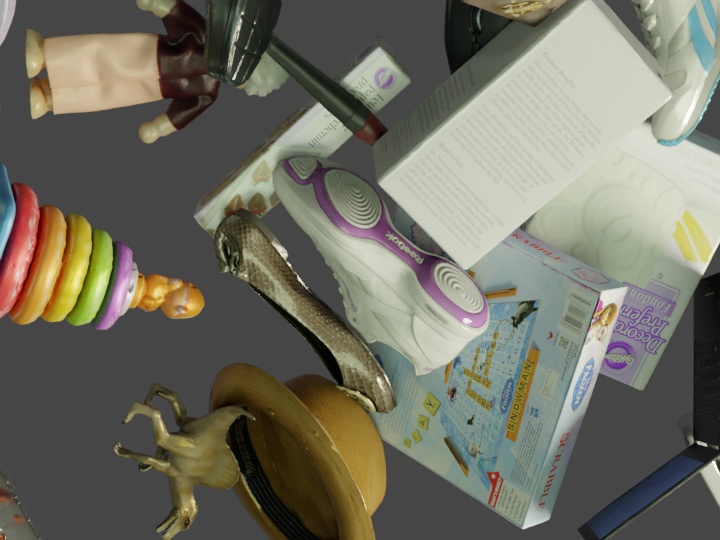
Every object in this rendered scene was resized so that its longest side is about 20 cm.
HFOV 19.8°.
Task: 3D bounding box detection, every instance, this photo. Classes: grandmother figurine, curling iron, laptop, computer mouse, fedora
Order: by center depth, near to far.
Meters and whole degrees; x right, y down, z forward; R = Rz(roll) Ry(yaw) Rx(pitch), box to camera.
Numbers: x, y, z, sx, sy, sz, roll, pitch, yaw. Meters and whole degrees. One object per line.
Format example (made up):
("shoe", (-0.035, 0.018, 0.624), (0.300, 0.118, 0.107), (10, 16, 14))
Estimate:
("computer mouse", (0.069, -0.179, 1.537), (0.139, 0.046, 0.202), (15, 131, 30))
("curling iron", (0.008, -0.118, 1.552), (0.199, 0.026, 0.050), (32, 85, -6))
("grandmother figurine", (-0.151, -0.157, 1.561), (0.198, 0.061, 0.122), (-2, 130, -4))
("laptop", (0.220, 0.104, 1.569), (0.102, 0.177, 0.202), (0, 88, 2))
("fedora", (-0.036, 0.149, 1.640), (0.082, 0.200, 0.202), (-33, 113, -31))

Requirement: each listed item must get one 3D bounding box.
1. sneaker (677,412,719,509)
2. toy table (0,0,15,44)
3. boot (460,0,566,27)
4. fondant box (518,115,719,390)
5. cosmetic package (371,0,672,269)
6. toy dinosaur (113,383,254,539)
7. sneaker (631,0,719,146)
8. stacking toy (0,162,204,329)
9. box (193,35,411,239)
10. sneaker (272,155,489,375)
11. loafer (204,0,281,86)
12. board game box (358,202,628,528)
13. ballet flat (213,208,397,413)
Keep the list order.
("sneaker", (0.350, 0.185, 1.685), (0.111, 0.073, 0.201), (-27, 107, 10))
("toy table", (-0.328, -0.188, 1.498), (0.198, 0.117, 0.186), (-9, 103, 13))
("boot", (0.069, -0.264, 1.453), (0.185, 0.064, 0.202), (-9, 80, 29))
("fondant box", (0.198, -0.026, 1.614), (0.143, 0.058, 0.201), (22, 110, -8))
("cosmetic package", (0.114, -0.108, 1.487), (0.200, 0.071, 0.101), (-40, 112, 16))
("toy dinosaur", (-0.136, 0.134, 1.649), (0.101, 0.058, 0.201), (34, 136, 4))
("sneaker", (0.235, -0.193, 1.535), (0.080, 0.077, 0.202), (10, 90, -3))
("stacking toy", (-0.214, 0.003, 1.605), (0.198, 0.116, 0.111), (16, 107, -22))
("box", (-0.046, -0.098, 1.591), (0.200, 0.042, 0.039), (-41, 106, 14))
("sneaker", (0.000, 0.000, 1.558), (0.200, 0.075, 0.100), (44, 129, 5))
("loafer", (-0.096, -0.236, 1.511), (0.072, 0.073, 0.202), (6, 85, 19))
("board game box", (0.089, 0.062, 1.590), (0.199, 0.041, 0.202), (31, 113, 33))
("ballet flat", (-0.045, 0.040, 1.586), (0.046, 0.067, 0.200), (-44, 106, -18))
